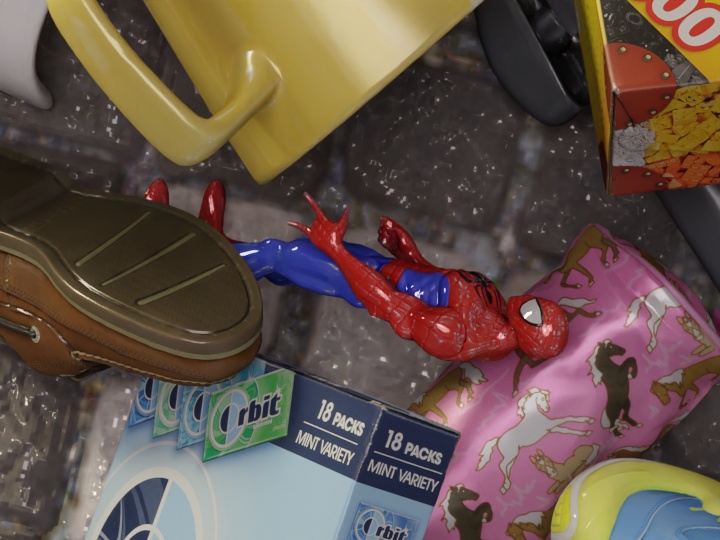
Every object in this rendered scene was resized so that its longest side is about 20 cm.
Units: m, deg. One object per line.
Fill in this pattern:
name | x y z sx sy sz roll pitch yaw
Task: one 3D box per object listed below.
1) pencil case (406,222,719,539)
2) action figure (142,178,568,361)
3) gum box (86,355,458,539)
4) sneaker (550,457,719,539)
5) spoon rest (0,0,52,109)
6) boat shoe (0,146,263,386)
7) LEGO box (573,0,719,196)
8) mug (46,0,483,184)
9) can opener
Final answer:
pencil case | 0.067 0.075 1.058 0.200 0.086 0.083 -49 55 1
action figure | 0.000 0.000 1.040 0.199 0.065 0.052 21 97 32
gum box | -0.056 0.136 1.023 0.044 0.170 0.201 20 88 -35
sneaker | 0.174 0.137 1.009 0.198 0.105 0.076 11 110 -16
spoon rest | -0.115 -0.170 1.102 0.099 0.061 0.201 24 89 6
boat shoe | -0.113 0.009 1.058 0.199 0.072 0.068 28 130 38
LEGO box | 0.158 -0.139 1.023 0.148 0.077 0.201 -7 59 0
mug | -0.035 -0.137 1.016 0.149 0.187 0.153 -39 95 14
can opener | 0.121 -0.052 1.087 0.067 0.053 0.201 -36 83 34
